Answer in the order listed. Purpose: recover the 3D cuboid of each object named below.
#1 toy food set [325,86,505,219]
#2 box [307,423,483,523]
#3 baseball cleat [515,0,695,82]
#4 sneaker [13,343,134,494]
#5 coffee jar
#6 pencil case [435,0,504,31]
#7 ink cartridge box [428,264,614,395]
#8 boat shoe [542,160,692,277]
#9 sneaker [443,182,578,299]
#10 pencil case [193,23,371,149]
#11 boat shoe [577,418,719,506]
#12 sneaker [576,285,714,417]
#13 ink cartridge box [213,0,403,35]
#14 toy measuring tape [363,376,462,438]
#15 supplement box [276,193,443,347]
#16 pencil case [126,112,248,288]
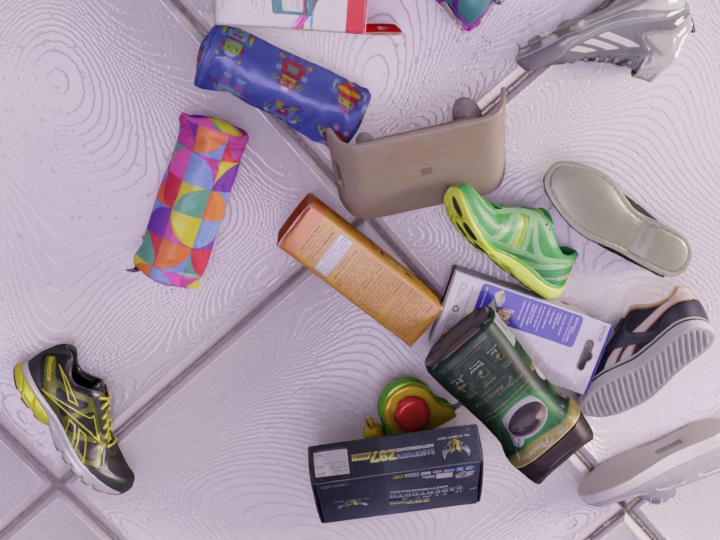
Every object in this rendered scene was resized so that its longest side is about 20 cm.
[{"bbox_3d":[0.066,-0.133,1.486,0.199,0.061,0.144,-12,150,-1],"label":"toy food set"},{"bbox_3d":[0.043,0.240,1.576,0.198,0.158,0.051,-7,64,-1],"label":"box"},{"bbox_3d":[0.276,-0.244,1.490,0.199,0.070,0.107,-24,105,5],"label":"baseball cleat"},{"bbox_3d":[-0.320,0.174,1.575,0.084,0.075,0.200,-34,104,6],"label":"sneaker"},{"bbox_3d":[0.172,0.145,1.544,0.104,0.085,0.200,-40,101,6],"label":"coffee jar"},{"bbox_3d":[0.064,-0.340,1.444,0.199,0.085,0.093,32,75,-10],"label":"pencil case"},{"bbox_3d":[0.188,0.070,1.584,0.199,0.037,0.095,19,104,0],"label":"ink cartridge box"},{"bbox_3d":[0.287,-0.058,1.546,0.201,0.061,0.072,34,90,-11],"label":"boat shoe"},{"bbox_3d":[0.171,-0.047,1.535,0.200,0.074,0.084,36,91,-31],"label":"sneaker"},{"bbox_3d":[-0.087,-0.200,1.481,0.199,0.087,0.078,25,68,-10],"label":"pencil case"},{"bbox_3d":[0.364,0.248,1.638,0.199,0.072,0.069,-26,106,-5],"label":"boat shoe"},{"bbox_3d":[0.331,0.096,1.589,0.078,0.080,0.200,24,130,-32],"label":"sneaker"},{"bbox_3d":[-0.054,-0.293,1.436,0.198,0.116,0.068,3,105,-4],"label":"ink cartridge box"},{"bbox_3d":[0.089,0.144,1.595,0.199,0.074,0.074,-28,105,-5],"label":"toy measuring tape"},{"bbox_3d":[0.000,0.000,1.547,0.199,0.067,0.069,36,101,-11],"label":"supplement box"},{"bbox_3d":[-0.194,-0.077,1.508,0.088,0.088,0.201,21,103,-8],"label":"pencil case"}]
